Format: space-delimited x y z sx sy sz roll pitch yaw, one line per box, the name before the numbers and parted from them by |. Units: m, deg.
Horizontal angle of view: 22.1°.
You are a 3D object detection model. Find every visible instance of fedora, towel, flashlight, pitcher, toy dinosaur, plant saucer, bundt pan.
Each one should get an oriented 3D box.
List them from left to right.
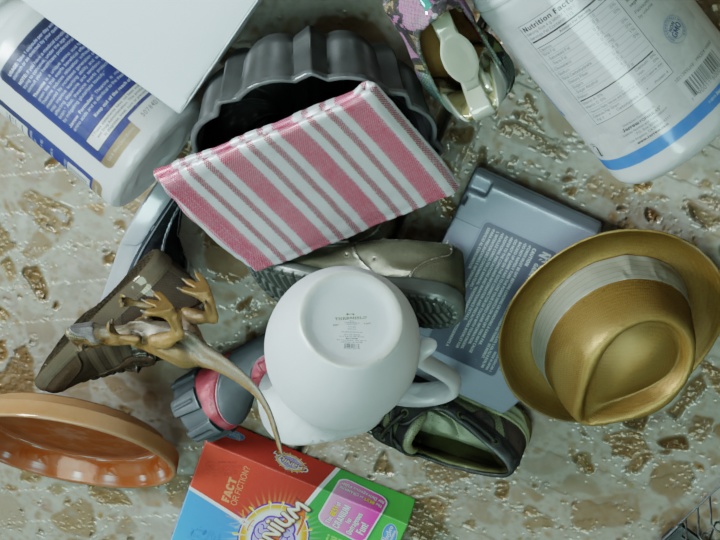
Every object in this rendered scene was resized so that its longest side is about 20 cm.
plant saucer | -0.261 0.151 1.665 0.199 0.032 0.200 9 157 4
toy dinosaur | -0.138 0.060 1.484 0.199 0.060 0.106 20 135 13
flashlight | -0.073 0.085 1.616 0.200 0.068 0.068 -27 128 25
towel | -0.041 -0.073 1.435 0.199 0.030 0.146 -21 143 20
bundt pan | -0.037 -0.119 1.455 0.201 0.076 0.202 -2 147 -1
pitcher | 0.006 0.072 1.478 0.171 0.122 0.200 -4 158 -8
fedora | 0.211 0.064 1.498 0.200 0.082 0.201 -4 125 -5

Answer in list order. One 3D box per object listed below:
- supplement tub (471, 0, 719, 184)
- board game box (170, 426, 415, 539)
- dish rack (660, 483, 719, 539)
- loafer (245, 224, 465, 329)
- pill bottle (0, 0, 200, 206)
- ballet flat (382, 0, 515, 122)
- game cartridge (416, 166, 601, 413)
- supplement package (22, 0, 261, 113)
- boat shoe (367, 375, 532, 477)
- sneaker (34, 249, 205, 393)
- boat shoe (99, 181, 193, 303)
supplement tub | 0.184 -0.176 1.370 0.132 0.132 0.200 -34 105 27
board game box | -0.068 0.241 1.716 0.199 0.040 0.153 22 121 1
dish rack | 0.356 0.240 1.604 0.153 0.055 0.200 36 121 -7
loafer | 0.000 0.000 1.531 0.199 0.070 0.075 10 149 21
pill bottle | -0.236 -0.154 1.489 0.200 0.111 0.111 40 121 5
ballet flat | 0.074 -0.156 1.384 0.069 0.071 0.200 -30 148 7
game cartridge | 0.118 0.021 1.552 0.133 0.042 0.200 22 121 -4
supplement package | -0.137 -0.255 1.417 0.156 0.111 0.200 35 120 -7
boat shoe | 0.049 0.129 1.609 0.200 0.066 0.072 17 123 5
sneaker | -0.203 0.063 1.562 0.075 0.071 0.200 41 131 -11
boat shoe | -0.177 0.000 1.591 0.068 0.072 0.200 27 124 0
